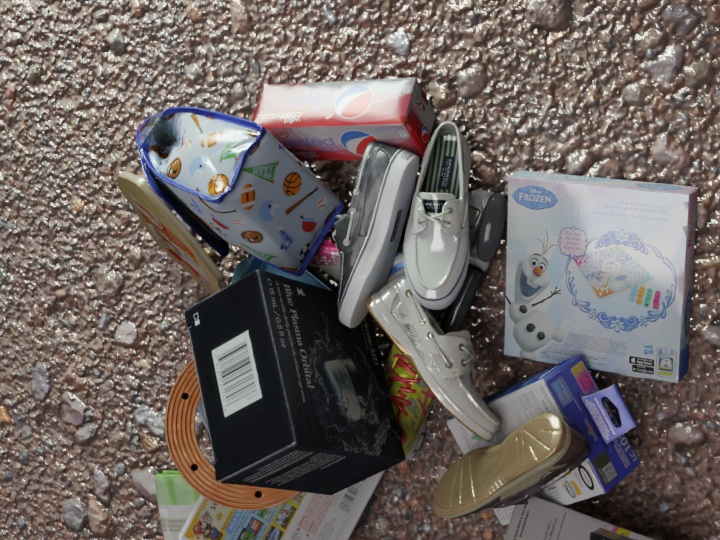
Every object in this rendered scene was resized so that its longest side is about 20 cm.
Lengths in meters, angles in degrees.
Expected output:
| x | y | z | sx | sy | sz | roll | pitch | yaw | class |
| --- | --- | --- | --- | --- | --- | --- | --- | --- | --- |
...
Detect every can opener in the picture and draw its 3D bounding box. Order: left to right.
| x | y | z | sx | sy | sz | roll | pitch | yaw | class |
| --- | --- | --- | --- | --- | --- | --- | --- | --- | --- |
| 0.108 | 0.008 | 1.519 | 0.053 | 0.067 | 0.202 | 22 | 96 | 0 | can opener |

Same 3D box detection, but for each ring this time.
| x | y | z | sx | sy | sz | roll | pitch | yaw | class |
| --- | --- | --- | --- | --- | --- | --- | --- | --- | --- |
| -0.131 | 0.180 | 1.643 | 0.197 | 0.019 | 0.204 | 0 | 86 | -3 | ring |

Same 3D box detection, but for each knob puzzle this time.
| x | y | z | sx | sy | sz | roll | pitch | yaw | class |
| --- | --- | --- | --- | --- | --- | --- | --- | --- | --- |
| -0.217 | -0.052 | 1.637 | 0.030 | 0.220 | 0.220 | -42 | 79 | -12 | knob puzzle |

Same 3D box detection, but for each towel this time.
| x | y | z | sx | sy | sz | roll | pitch | yaw | class |
| --- | --- | --- | --- | --- | --- | --- | --- | --- | --- |
| -0.190 | 0.358 | 1.816 | 0.147 | 0.031 | 0.203 | -4 | 99 | 26 | towel |

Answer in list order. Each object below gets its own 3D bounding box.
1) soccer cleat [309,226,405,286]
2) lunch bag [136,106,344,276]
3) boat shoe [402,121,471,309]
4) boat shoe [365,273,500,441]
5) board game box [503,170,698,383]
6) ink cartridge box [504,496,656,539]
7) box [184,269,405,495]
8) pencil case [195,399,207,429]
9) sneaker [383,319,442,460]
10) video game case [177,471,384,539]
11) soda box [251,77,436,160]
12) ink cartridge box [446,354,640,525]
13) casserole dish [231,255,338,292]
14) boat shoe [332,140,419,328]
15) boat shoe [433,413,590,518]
| x | y | z | sx | sy | sz | roll | pitch | yaw | class |
| --- | --- | --- | --- | --- | --- | --- | --- | --- | --- |
| 0.000 | 0.000 | 1.595 | 0.197 | 0.070 | 0.088 | 5 | 104 | 27 | soccer cleat |
| -0.149 | -0.094 | 1.575 | 0.199 | 0.170 | 0.125 | 24 | 76 | 44 | lunch bag |
| 0.079 | -0.062 | 1.480 | 0.072 | 0.067 | 0.203 | -1 | 66 | 12 | boat shoe |
| 0.090 | 0.089 | 1.481 | 0.069 | 0.071 | 0.201 | -40 | 81 | 5 | boat shoe |
| 0.251 | 0.004 | 1.475 | 0.197 | 0.043 | 0.202 | 8 | 108 | 27 | board game box |
| 0.243 | 0.335 | 1.486 | 0.197 | 0.085 | 0.146 | 18 | 144 | 10 | ink cartridge box |
| -0.070 | 0.125 | 1.511 | 0.117 | 0.199 | 0.199 | -28 | 64 | 29 | box |
| -0.142 | 0.208 | 1.712 | 0.083 | 0.090 | 0.202 | -30 | 89 | 31 | pencil case |
| 0.049 | 0.141 | 1.593 | 0.077 | 0.090 | 0.203 | 21 | 110 | 24 | sneaker |
| -0.092 | 0.274 | 1.659 | 0.180 | 0.023 | 0.202 | 29 | 85 | -1 | video game case |
| -0.021 | -0.166 | 1.553 | 0.197 | 0.070 | 0.064 | 1 | 61 | 28 | soda box |
| 0.204 | 0.181 | 1.496 | 0.199 | 0.076 | 0.138 | -31 | 88 | 50 | ink cartridge box |
| -0.068 | 0.055 | 1.664 | 0.199 | 0.039 | 0.122 | 39 | 118 | 16 | casserole dish |
| 0.002 | -0.040 | 1.515 | 0.067 | 0.072 | 0.203 | 21 | 104 | 19 | boat shoe |
| 0.155 | 0.214 | 1.446 | 0.064 | 0.073 | 0.200 | 30 | 132 | -25 | boat shoe |
